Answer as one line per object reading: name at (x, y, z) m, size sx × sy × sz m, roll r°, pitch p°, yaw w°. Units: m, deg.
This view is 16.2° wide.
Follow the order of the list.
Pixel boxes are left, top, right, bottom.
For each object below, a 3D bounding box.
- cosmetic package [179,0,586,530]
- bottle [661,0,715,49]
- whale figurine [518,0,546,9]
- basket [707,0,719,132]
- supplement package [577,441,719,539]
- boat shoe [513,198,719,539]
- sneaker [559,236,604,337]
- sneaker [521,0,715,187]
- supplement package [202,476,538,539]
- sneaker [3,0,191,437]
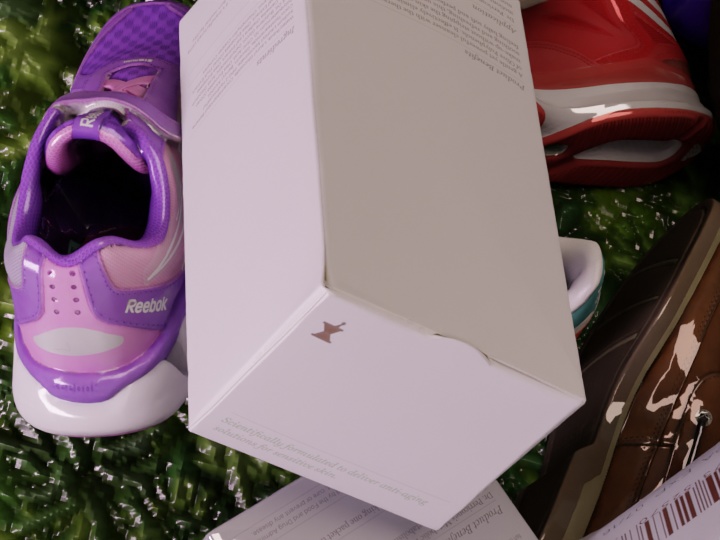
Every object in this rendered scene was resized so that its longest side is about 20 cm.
cosmetic package at (0.003, -0.025, 0.869) m, size 0.107 × 0.085 × 0.200 m, roll 26°, pitch 40°, yaw -27°
bottle at (0.236, -0.112, 1.142) m, size 0.199 × 0.065 × 0.084 m, roll 20°, pitch 55°, yaw -12°
whale figurine at (0.025, -0.173, 1.020) m, size 0.159 × 0.104 × 0.200 m, roll -22°, pitch 31°, yaw -23°
basket at (0.253, -0.098, 1.041) m, size 0.199 × 0.181 × 0.136 m, roll 3°, pitch 25°, yaw -6°
supplement package at (0.175, 0.153, 0.855) m, size 0.117 × 0.117 × 0.200 m, roll -36°, pitch 96°, yaw 7°
boat shoe at (0.116, 0.067, 1.010) m, size 0.068 × 0.072 × 0.200 m, roll 33°, pitch 68°, yaw -9°
sneaker at (0.000, 0.000, 0.975) m, size 0.199 × 0.093 × 0.071 m, roll 7°, pitch 63°, yaw -18°
sneaker at (0.048, -0.098, 1.066) m, size 0.200 × 0.078 × 0.116 m, roll 7°, pitch 54°, yaw -33°
supplement package at (0.025, 0.168, 0.892) m, size 0.109 × 0.114 × 0.200 m, roll -29°, pitch 78°, yaw -32°
sneaker at (-0.086, -0.039, 0.928) m, size 0.080 × 0.089 × 0.200 m, roll -2°, pitch 46°, yaw 11°
